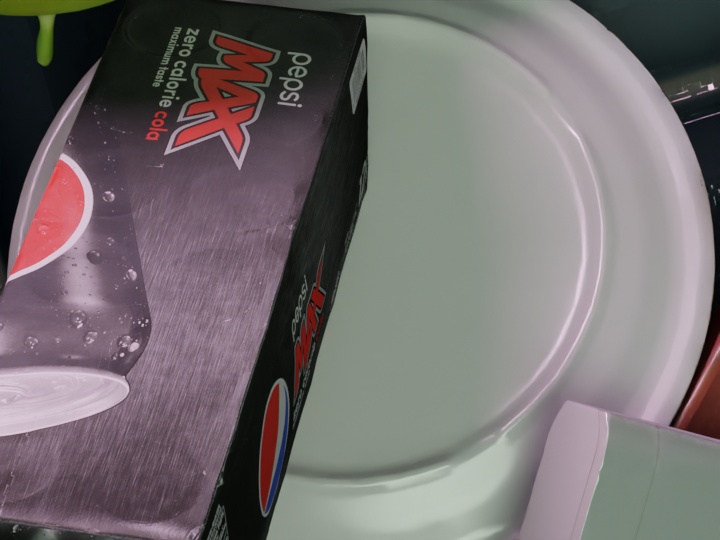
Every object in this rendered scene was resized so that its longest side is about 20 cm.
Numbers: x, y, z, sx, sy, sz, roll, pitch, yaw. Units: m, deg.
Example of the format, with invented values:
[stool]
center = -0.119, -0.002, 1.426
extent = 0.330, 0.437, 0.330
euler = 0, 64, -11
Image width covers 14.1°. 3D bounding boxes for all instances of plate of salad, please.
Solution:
[plate of salad]
center = 0.000, 0.000, 0.825
extent = 0.200, 0.048, 0.200
euler = -2, 69, 5

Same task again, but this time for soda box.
[soda box]
center = -0.048, 0.015, 0.720
extent = 0.071, 0.200, 0.063
euler = 7, 131, 8

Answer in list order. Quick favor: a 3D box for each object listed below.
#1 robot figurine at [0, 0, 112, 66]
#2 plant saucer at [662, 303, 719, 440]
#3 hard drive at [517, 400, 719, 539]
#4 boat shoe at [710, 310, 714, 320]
[robot figurine]
center = -0.093, -0.156, 0.747
extent = 0.116, 0.175, 0.200
euler = -14, 86, -27
[plant saucer]
center = 0.161, 0.057, 0.869
extent = 0.200, 0.037, 0.200
euler = 38, 78, -34
[hard drive]
center = 0.117, 0.120, 0.813
extent = 0.200, 0.026, 0.132
euler = 16, 90, -36
[boat shoe]
center = 0.098, 0.089, 0.897
extent = 0.072, 0.068, 0.200
euler = -16, 110, -7
